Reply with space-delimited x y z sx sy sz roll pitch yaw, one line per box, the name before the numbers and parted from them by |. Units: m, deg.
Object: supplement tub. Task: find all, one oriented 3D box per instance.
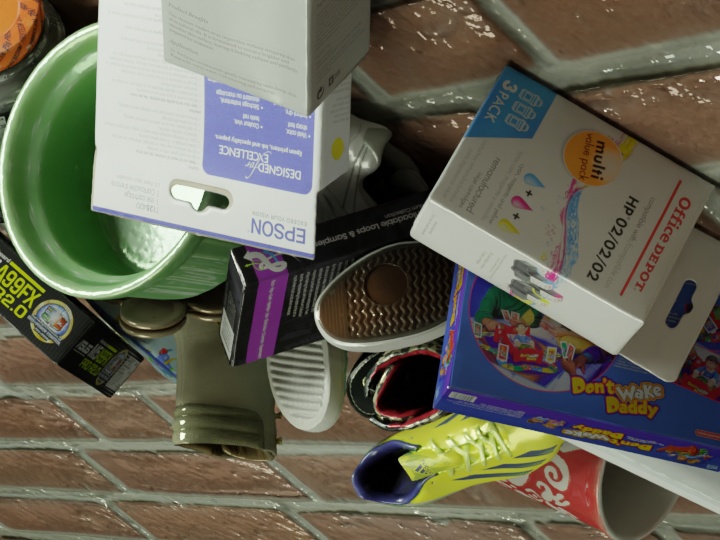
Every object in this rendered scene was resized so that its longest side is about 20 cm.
supplement tub | -0.275 -0.136 1.818 0.122 0.123 0.200 23 151 18

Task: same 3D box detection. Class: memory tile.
memory tile | -0.138 -0.012 1.816 0.200 0.153 0.017 -132 34 -51

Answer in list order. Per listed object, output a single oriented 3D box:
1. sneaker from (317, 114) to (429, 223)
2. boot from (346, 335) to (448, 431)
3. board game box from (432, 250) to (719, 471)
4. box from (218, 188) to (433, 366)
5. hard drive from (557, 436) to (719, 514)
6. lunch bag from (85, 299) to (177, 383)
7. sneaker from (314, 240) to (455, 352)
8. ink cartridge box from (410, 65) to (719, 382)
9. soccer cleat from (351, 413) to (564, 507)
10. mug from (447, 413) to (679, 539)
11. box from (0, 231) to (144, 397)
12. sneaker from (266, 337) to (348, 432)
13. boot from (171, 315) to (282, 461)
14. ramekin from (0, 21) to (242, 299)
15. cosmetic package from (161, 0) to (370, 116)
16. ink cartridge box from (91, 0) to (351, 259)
sneaker | 0.007 -0.043 1.738 0.099 0.078 0.200 12 154 23
boot | 0.036 0.075 1.730 0.203 0.154 0.074 -24 91 38
board game box | 0.157 0.044 1.579 0.199 0.135 0.045 13 157 -7
box | 0.000 0.000 1.704 0.143 0.199 0.036 105 147 -63
hard drive | 0.217 0.083 1.659 0.200 0.132 0.027 25 156 13
lunch bag | -0.193 0.000 1.973 0.161 0.082 0.200 46 179 -30
sneaker | 0.065 0.015 1.657 0.085 0.199 0.073 86 162 -67
ink cartridge box | 0.148 -0.029 1.543 0.200 0.115 0.068 30 157 0
soccer cleat | 0.074 0.132 1.748 0.200 0.084 0.065 -27 79 44
mug | 0.145 0.093 1.824 0.200 0.178 0.133 17 -170 38
box | -0.252 0.019 1.806 0.160 0.044 0.200 41 176 11
sneaker | -0.024 0.038 1.825 0.082 0.201 0.074 19 139 -35
boot | -0.076 0.074 1.891 0.072 0.155 0.200 -15 165 42
ramekin | -0.154 -0.073 1.713 0.200 0.201 0.098 14 180 34
cosmetic package | -0.057 -0.204 1.418 0.113 0.081 0.200 23 136 19
ink cartridge box | -0.093 -0.124 1.585 0.197 0.047 0.201 13 110 34
